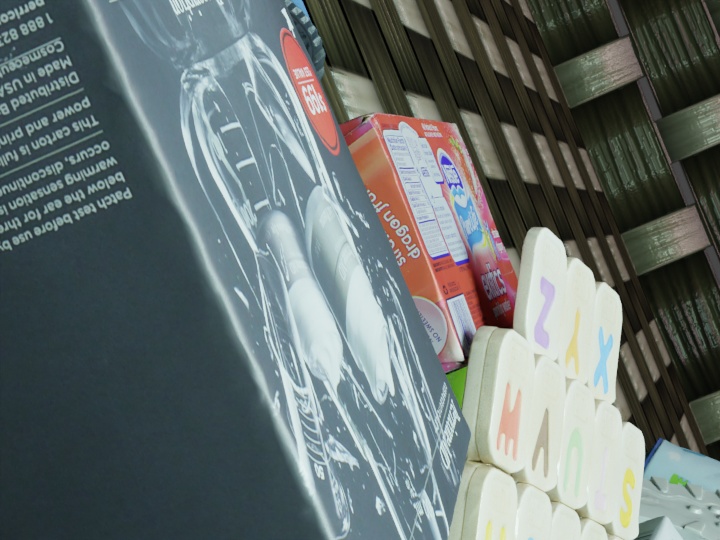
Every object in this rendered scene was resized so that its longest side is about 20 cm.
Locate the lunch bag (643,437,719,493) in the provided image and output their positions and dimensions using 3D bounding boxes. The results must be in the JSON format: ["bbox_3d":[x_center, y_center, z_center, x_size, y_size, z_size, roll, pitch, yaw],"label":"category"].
[{"bbox_3d":[0.173,0.186,1.121,0.082,0.162,0.200,24,-6,18],"label":"lunch bag"}]

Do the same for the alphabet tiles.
[{"bbox_3d":[0.077,0.092,0.786,0.200,0.014,0.197,35,61,-62],"label":"alphabet tiles"}]

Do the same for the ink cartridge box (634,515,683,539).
[{"bbox_3d":[0.146,0.245,0.892,0.201,0.040,0.200,54,39,-11],"label":"ink cartridge box"}]

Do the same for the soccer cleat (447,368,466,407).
[{"bbox_3d":[0.071,0.130,0.933,0.068,0.081,0.201,-22,90,-78],"label":"soccer cleat"}]

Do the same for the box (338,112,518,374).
[{"bbox_3d":[0.000,0.000,0.816,0.200,0.095,0.100,-16,85,-78],"label":"box"}]

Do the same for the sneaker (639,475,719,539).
[{"bbox_3d":[0.156,0.153,0.998,0.076,0.198,0.081,-45,149,-73],"label":"sneaker"}]

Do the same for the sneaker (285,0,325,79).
[{"bbox_3d":[-0.086,-0.143,0.806,0.200,0.066,0.079,54,-2,-40],"label":"sneaker"}]

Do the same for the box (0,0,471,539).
[{"bbox_3d":[-0.057,0.010,0.524,0.200,0.103,0.183,-62,130,-75],"label":"box"}]
